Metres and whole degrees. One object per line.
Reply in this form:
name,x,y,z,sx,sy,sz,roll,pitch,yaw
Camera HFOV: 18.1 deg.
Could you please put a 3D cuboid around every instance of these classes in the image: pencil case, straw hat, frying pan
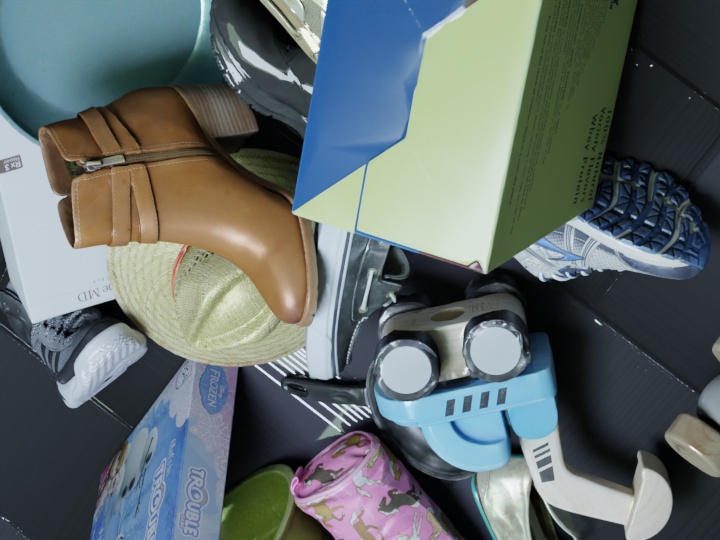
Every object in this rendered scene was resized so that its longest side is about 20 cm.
pencil case,0.030,0.216,1.759,0.200,0.086,0.083,54,164,-20
straw hat,-0.093,0.013,1.656,0.199,0.085,0.202,0,123,0
frying pan,0.030,0.112,1.736,0.189,0.031,0.115,-16,106,48

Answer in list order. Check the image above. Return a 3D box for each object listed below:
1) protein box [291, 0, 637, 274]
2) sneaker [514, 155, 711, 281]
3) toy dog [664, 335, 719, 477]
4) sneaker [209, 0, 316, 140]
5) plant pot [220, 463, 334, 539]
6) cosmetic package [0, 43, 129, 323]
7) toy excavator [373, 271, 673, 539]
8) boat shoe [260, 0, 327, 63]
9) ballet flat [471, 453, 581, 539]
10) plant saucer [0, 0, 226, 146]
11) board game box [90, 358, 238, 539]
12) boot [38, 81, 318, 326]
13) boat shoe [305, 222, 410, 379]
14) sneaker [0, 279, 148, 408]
protein box,0.072,-0.129,1.409,0.134,0.200,0.200,18,110,20
sneaker,0.149,-0.031,1.556,0.199,0.077,0.086,22,139,25
toy dog,0.301,0.131,1.545,0.132,0.096,0.200,-37,65,4
sneaker,-0.023,-0.131,1.588,0.091,0.076,0.200,-33,110,34
plant pot,-0.054,0.293,1.821,0.190,0.201,0.200,42,133,-17
cosmetic package,-0.223,-0.074,1.695,0.081,0.112,0.201,-130,25,-58
toy excavator,0.114,0.109,1.624,0.193,0.100,0.201,-12,109,6
boat shoe,-0.076,-0.219,1.541,0.200,0.073,0.063,39,117,5
ballet flat,0.145,0.228,1.727,0.062,0.068,0.201,-15,113,25
plant saucer,-0.179,-0.178,1.598,0.036,0.199,0.201,43,152,61
board game box,-0.164,0.196,1.796,0.043,0.201,0.199,23,134,-19
boot,-0.124,-0.037,1.555,0.077,0.154,0.201,-44,65,57
boat shoe,0.000,0.000,1.588,0.070,0.072,0.201,5,131,-4
sneaker,-0.232,0.043,1.775,0.114,0.075,0.200,53,165,0
